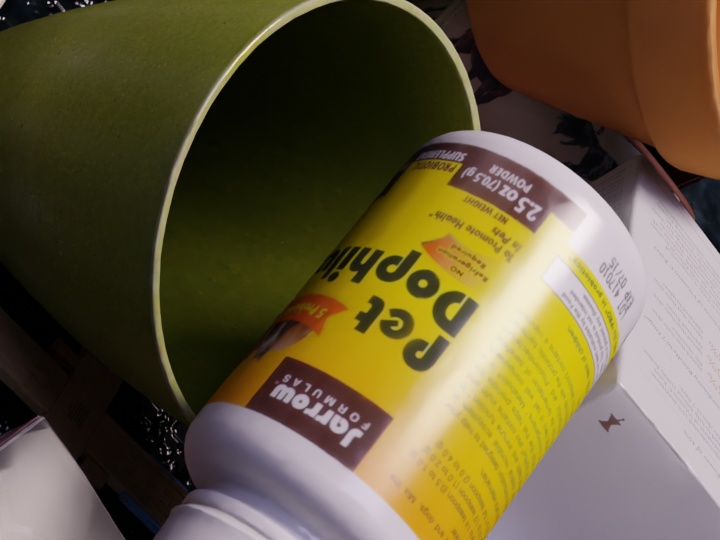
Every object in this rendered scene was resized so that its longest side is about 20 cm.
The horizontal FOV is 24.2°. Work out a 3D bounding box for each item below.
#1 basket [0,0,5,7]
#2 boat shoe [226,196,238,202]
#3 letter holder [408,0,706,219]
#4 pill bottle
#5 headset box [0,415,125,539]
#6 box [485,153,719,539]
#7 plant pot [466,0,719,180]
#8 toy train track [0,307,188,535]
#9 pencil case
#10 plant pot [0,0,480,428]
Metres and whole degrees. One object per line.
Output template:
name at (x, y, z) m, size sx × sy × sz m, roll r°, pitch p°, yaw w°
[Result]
basket at (-0.208, -0.155, 0.706) m, size 0.123 × 0.135 × 0.201 m, roll 35°, pitch 53°, yaw -26°
boat shoe at (0.000, 0.000, 0.865) m, size 0.200 × 0.070 × 0.071 m, roll 37°, pitch 36°, yaw -34°
letter holder at (0.141, -0.121, 0.978) m, size 0.200 × 0.142 × 0.101 m, roll 43°, pitch 51°, yaw -19°
pill bottle at (0.011, 0.051, 0.611) m, size 0.109 × 0.109 × 0.200 m, roll 46°, pitch 65°, yaw -16°
headset box at (-0.176, 0.135, 0.572) m, size 0.149 × 0.200 × 0.078 m, roll -39°, pitch 99°, yaw -43°
box at (0.117, 0.060, 0.753) m, size 0.125 × 0.097 × 0.200 m, roll 50°, pitch 27°, yaw -17°
plant pot at (0.141, -0.147, 0.801) m, size 0.200 × 0.139 × 0.202 m, roll -22°, pitch 116°, yaw -55°
toy train track at (-0.109, 0.097, 0.761) m, size 0.200 × 0.032 × 0.115 m, roll 49°, pitch 42°, yaw -22°
pencil case at (0.091, -0.073, 0.920) m, size 0.200 × 0.089 × 0.078 m, roll 45°, pitch 66°, yaw -21°
plant pot at (-0.083, -0.040, 0.709) m, size 0.187 × 0.199 × 0.188 m, roll -23°, pitch 121°, yaw -43°
